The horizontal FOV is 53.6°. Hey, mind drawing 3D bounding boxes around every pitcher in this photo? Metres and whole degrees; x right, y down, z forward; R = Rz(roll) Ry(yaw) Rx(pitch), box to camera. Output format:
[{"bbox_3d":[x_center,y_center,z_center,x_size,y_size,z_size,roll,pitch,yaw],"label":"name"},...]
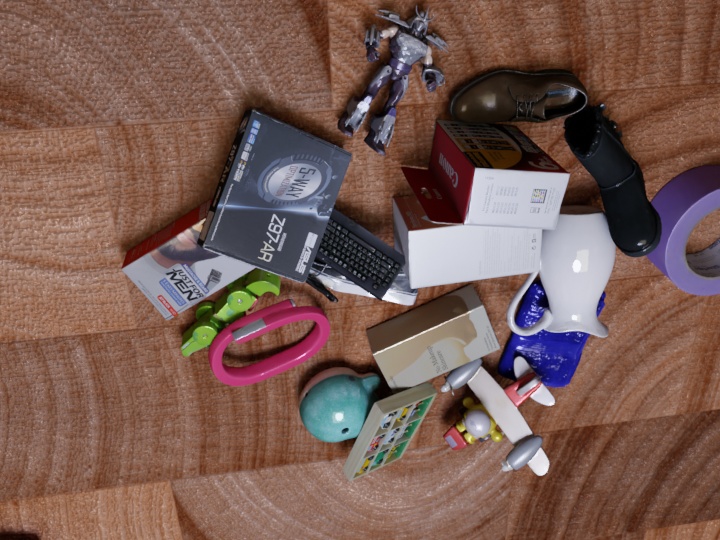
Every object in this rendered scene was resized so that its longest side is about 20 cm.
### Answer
[{"bbox_3d":[0.315,0.005,1.127,0.170,0.121,0.201,-5,105,-11],"label":"pitcher"}]

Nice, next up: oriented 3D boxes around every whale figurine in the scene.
[{"bbox_3d":[-0.009,0.250,1.232,0.199,0.104,0.159,26,111,-30],"label":"whale figurine"}]

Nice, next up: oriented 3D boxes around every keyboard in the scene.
[{"bbox_3d":[-0.045,-0.020,1.059,0.199,0.021,0.128,33,99,9],"label":"keyboard"}]

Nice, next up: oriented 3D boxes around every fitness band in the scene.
[{"bbox_3d":[-0.144,0.116,1.138,0.199,0.038,0.144,-21,144,-13],"label":"fitness band"}]

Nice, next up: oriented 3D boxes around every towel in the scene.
[{"bbox_3d":[0.337,0.116,1.250,0.147,0.050,0.201,5,118,-14],"label":"towel"}]

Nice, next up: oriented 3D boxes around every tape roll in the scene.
[{"bbox_3d":[0.573,-0.065,1.170,0.199,0.085,0.201,-4,119,-7],"label":"tape roll"}]

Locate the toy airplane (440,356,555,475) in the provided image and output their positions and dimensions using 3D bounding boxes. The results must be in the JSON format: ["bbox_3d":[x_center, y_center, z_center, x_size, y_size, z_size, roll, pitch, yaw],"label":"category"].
[{"bbox_3d":[0.231,0.241,1.223,0.199,0.141,0.201,10,105,32],"label":"toy airplane"}]

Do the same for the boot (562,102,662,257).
[{"bbox_3d":[0.363,-0.135,1.035,0.073,0.199,0.162,-23,135,33],"label":"boot"}]

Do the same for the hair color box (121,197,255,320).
[{"bbox_3d":[-0.238,-0.025,1.063,0.199,0.064,0.111,-31,119,7],"label":"hair color box"}]

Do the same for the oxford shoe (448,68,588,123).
[{"bbox_3d":[0.226,-0.243,1.010,0.199,0.085,0.073,-11,122,-2],"label":"oxford shoe"}]

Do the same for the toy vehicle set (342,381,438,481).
[{"bbox_3d":[0.050,0.281,1.240,0.124,0.027,0.201,-14,141,-36],"label":"toy vehicle set"}]

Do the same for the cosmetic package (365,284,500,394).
[{"bbox_3d":[0.121,0.117,1.200,0.199,0.071,0.106,-26,121,5],"label":"cosmetic package"}]

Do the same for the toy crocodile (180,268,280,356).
[{"bbox_3d":[-0.208,0.065,1.116,0.200,0.068,0.062,-43,118,14],"label":"toy crocodile"}]

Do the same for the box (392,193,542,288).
[{"bbox_3d":[0.158,-0.055,1.079,0.199,0.125,0.098,-8,120,-6],"label":"box"}]

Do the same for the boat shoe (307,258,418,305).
[{"bbox_3d":[0.000,0.000,1.115,0.199,0.072,0.068,13,103,-9],"label":"boat shoe"}]

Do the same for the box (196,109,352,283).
[{"bbox_3d":[-0.119,-0.101,1.002,0.160,0.043,0.201,21,90,-26],"label":"box"}]

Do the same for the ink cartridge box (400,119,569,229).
[{"bbox_3d":[0.162,-0.138,0.988,0.174,0.200,0.084,1,118,-12],"label":"ink cartridge box"}]

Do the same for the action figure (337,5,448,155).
[{"bbox_3d":[0.047,-0.266,0.976,0.130,0.069,0.201,23,110,-16],"label":"action figure"}]
